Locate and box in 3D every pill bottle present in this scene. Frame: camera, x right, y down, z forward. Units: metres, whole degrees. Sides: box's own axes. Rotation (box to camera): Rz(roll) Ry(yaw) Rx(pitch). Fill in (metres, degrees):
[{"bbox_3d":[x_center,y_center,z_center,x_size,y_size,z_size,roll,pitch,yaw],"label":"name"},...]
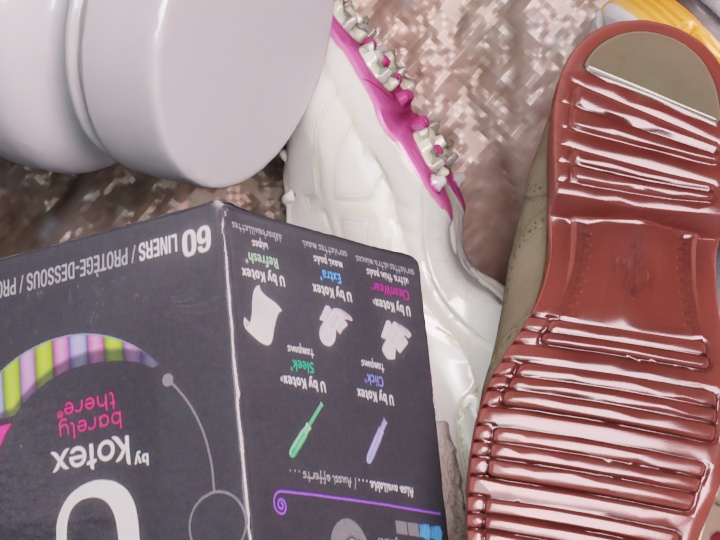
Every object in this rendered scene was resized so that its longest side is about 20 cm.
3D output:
[{"bbox_3d":[-0.116,-0.094,0.862,0.200,0.113,0.114,16,88,29],"label":"pill bottle"}]

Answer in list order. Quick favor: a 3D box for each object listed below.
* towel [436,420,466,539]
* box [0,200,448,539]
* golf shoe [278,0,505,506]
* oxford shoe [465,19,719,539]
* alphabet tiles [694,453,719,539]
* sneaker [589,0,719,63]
[{"bbox_3d":[-0.043,0.131,0.870,0.200,0.034,0.133,-16,83,30],"label":"towel"},{"bbox_3d":[-0.049,0.095,0.785,0.122,0.106,0.201,-15,74,31],"label":"box"},{"bbox_3d":[0.000,0.000,0.883,0.091,0.075,0.200,-29,80,10],"label":"golf shoe"},{"bbox_3d":[0.070,0.031,0.804,0.070,0.075,0.200,16,69,-2],"label":"oxford shoe"},{"bbox_3d":[0.140,0.157,0.806,0.167,0.008,0.200,26,77,-32],"label":"alphabet tiles"},{"bbox_3d":[0.163,-0.026,0.858,0.077,0.078,0.200,-41,88,-21],"label":"sneaker"}]
